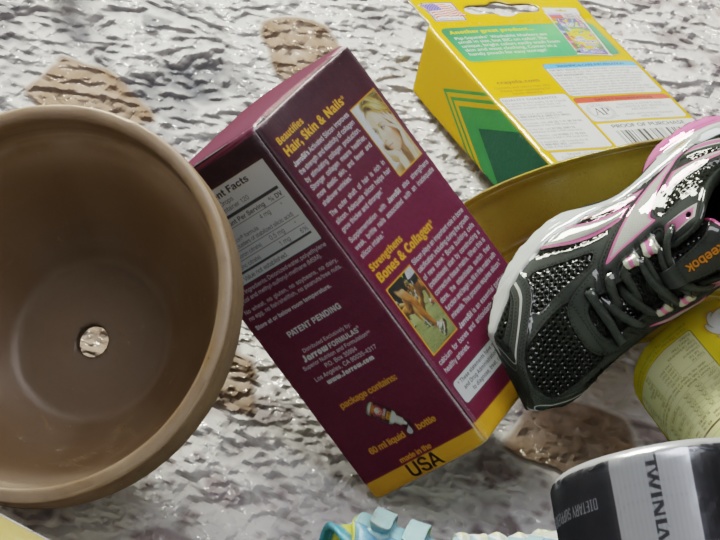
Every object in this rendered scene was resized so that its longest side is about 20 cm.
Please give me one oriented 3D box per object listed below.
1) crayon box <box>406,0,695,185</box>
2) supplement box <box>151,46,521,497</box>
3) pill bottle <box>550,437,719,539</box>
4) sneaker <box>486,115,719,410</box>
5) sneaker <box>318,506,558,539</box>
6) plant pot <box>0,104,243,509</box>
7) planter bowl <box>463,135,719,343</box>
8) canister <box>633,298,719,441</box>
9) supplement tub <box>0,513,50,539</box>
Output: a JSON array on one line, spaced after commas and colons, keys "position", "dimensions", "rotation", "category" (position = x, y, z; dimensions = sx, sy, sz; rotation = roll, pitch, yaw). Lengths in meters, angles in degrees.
[{"position": [0.120, -0.100, 1.812], "dimensions": [0.125, 0.052, 0.200], "rotation": [-5, 36, -27], "category": "crayon box"}, {"position": [0.000, 0.000, 1.529], "dimensions": [0.200, 0.086, 0.110], "rotation": [53, 37, -8], "category": "supplement box"}, {"position": [0.154, 0.185, 1.350], "dimensions": [0.106, 0.106, 0.201], "rotation": [-2, 73, -24], "category": "pill bottle"}, {"position": [0.150, -0.009, 1.504], "dimensions": [0.200, 0.080, 0.086], "rotation": [-47, 22, -15], "category": "sneaker"}, {"position": [0.055, 0.144, 1.443], "dimensions": [0.130, 0.080, 0.200], "rotation": [32, 38, 20], "category": "sneaker"}, {"position": [-0.148, 0.026, 1.476], "dimensions": [0.200, 0.093, 0.201], "rotation": [-4, 73, 12], "category": "plant pot"}, {"position": [0.152, -0.007, 1.643], "dimensions": [0.200, 0.200, 0.084], "rotation": [-5, 76, -27], "category": "planter bowl"}, {"position": [0.229, 0.116, 1.482], "dimensions": [0.149, 0.086, 0.200], "rotation": [48, 5, -37], "category": "canister"}, {"position": [-0.184, 0.169, 1.257], "dimensions": [0.200, 0.145, 0.145], "rotation": [26, 36, 13], "category": "supplement tub"}]
